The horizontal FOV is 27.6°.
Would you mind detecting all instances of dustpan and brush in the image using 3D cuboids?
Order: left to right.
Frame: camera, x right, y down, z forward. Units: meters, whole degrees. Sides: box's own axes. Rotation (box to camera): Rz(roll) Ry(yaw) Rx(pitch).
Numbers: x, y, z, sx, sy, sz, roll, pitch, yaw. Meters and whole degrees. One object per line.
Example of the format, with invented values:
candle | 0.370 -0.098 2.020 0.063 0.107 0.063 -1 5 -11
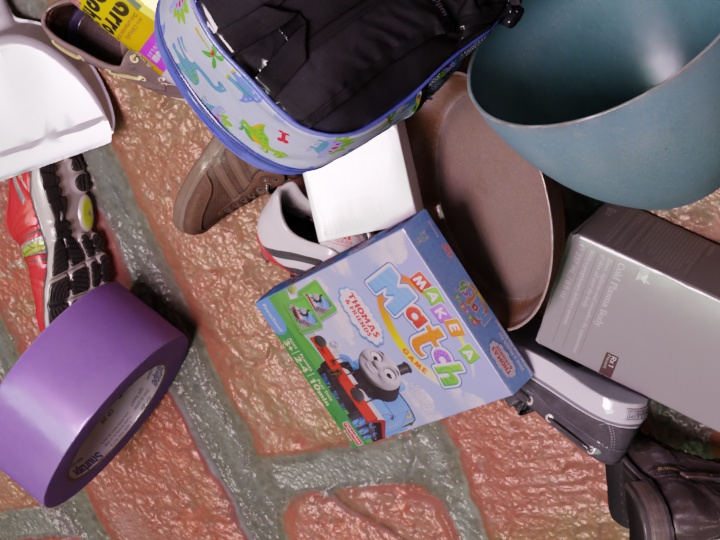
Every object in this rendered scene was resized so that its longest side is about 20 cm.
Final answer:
dustpan and brush | -0.308 -0.193 1.300 0.139 0.057 0.200 -18 105 11

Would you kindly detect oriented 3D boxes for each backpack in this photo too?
backpack | -0.032 -0.164 0.955 0.183 0.200 0.147 49 150 -8

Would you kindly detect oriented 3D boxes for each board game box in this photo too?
board game box | 0.021 0.052 1.154 0.200 0.037 0.151 -27 100 48

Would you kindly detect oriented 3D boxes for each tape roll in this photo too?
tape roll | -0.253 0.114 1.345 0.085 0.200 0.200 38 129 8

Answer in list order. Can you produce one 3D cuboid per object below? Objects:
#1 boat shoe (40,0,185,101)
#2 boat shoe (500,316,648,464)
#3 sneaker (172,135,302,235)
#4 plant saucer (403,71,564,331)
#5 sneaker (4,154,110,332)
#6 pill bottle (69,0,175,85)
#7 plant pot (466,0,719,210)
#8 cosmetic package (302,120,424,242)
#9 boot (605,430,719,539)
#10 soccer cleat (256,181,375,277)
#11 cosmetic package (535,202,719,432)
boat shoe | -0.177 -0.185 1.198 0.200 0.060 0.072 20 98 34
boat shoe | 0.139 0.086 1.141 0.200 0.070 0.066 31 116 39
sneaker | -0.091 -0.086 1.221 0.076 0.070 0.200 38 130 3
plant saucer | 0.094 -0.054 1.104 0.200 0.032 0.200 39 138 47
sneaker | -0.292 -0.028 1.372 0.085 0.077 0.200 3 100 37
pill bottle | -0.139 -0.203 1.053 0.200 0.104 0.104 39 130 -9
plant pot | 0.190 -0.118 0.973 0.200 0.200 0.135 -10 132 35
cosmetic package | -0.013 -0.129 1.128 0.082 0.051 0.200 -11 101 10
boot | 0.280 0.161 1.110 0.174 0.200 0.069 -7 111 -1
soccer cleat | 0.000 0.000 1.207 0.200 0.069 0.085 35 146 12
cosmetic package | 0.244 0.040 1.079 0.200 0.090 0.107 26 124 20
